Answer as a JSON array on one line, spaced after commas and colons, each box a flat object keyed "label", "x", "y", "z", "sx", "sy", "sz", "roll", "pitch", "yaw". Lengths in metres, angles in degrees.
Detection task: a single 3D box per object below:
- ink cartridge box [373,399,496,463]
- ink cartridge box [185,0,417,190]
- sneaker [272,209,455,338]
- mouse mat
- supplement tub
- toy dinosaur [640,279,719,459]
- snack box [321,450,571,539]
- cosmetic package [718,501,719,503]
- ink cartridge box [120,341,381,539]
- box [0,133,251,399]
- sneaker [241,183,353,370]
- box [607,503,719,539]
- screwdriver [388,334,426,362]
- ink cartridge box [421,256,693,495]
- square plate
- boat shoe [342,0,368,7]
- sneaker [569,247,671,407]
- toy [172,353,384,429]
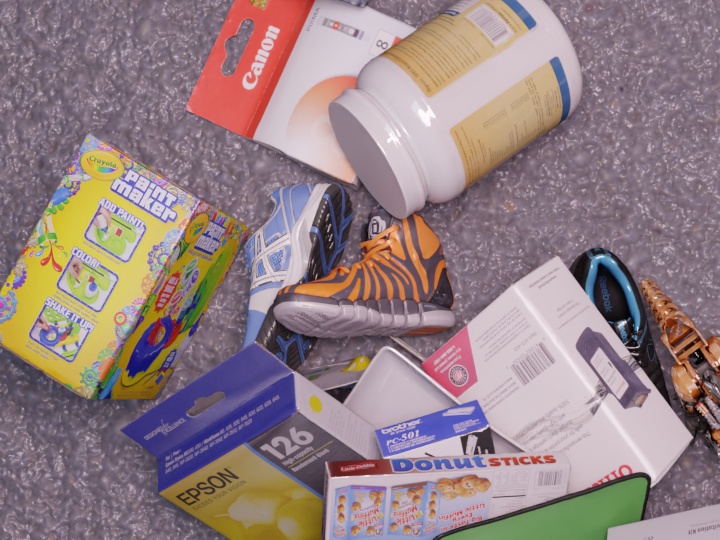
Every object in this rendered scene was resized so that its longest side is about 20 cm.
[{"label": "ink cartridge box", "x": 0.078, "y": 0.215, "z": 1.051, "sx": 0.092, "sy": 0.044, "sz": 0.203, "roll": -15, "pitch": 116, "yaw": -4}, {"label": "ink cartridge box", "x": -0.057, "y": -0.194, "z": 1.208, "sx": 0.197, "sy": 0.050, "sz": 0.164, "roll": 25, "pitch": 88, "yaw": 6}, {"label": "sneaker", "x": 0.000, "y": 0.000, "z": 1.134, "sx": 0.077, "sy": 0.198, "sz": 0.114, "roll": -19, "pitch": 72, "yaw": 46}, {"label": "mouse mat", "x": 0.144, "y": 0.242, "z": 1.025, "sx": 0.197, "sy": 0.163, "sz": 0.008, "roll": -13, "pitch": 42, "yaw": -13}, {"label": "supplement tub", "x": 0.084, "y": -0.153, "z": 1.116, "sx": 0.199, "sy": 0.145, "sz": 0.146, "roll": -34, "pitch": 81, "yaw": -11}, {"label": "toy dinosaur", "x": 0.312, "y": 0.093, "z": 1.074, "sx": 0.101, "sy": 0.135, "sz": 0.203, "roll": -17, "pitch": 71, "yaw": 21}, {"label": "snack box", "x": 0.068, "y": 0.184, "z": 0.995, "sx": 0.196, "sy": 0.024, "sz": 0.073, "roll": -1, "pitch": 118, "yaw": -10}, {"label": "cosmetic package", "x": 0.427, "y": 0.188, "z": 1.102, "sx": 0.150, "sy": 0.052, "sz": 0.201, "roll": 35, "pitch": 90, "yaw": 11}, {"label": "ink cartridge box", "x": -0.082, "y": 0.168, "z": 1.083, "sx": 0.199, "sy": 0.047, "sz": 0.197, "roll": 36, "pitch": 131, "yaw": -27}, {"label": "box", "x": -0.215, "y": 0.004, "z": 1.134, "sx": 0.121, "sy": 0.200, "sz": 0.195, "roll": 29, "pitch": 90, "yaw": 9}, {"label": "sneaker", "x": -0.072, "y": 0.012, "z": 1.154, "sx": 0.076, "sy": 0.076, "sz": 0.203, "roll": 12, "pitch": 72, "yaw": 30}, {"label": "box", "x": 0.320, "y": 0.255, "z": 1.019, "sx": 0.154, "sy": 0.200, "sz": 0.042, "roll": -22, "pitch": 41, "yaw": 37}, {"label": "screwdriver", "x": -0.012, "y": 0.028, "z": 1.192, "sx": 0.198, "sy": 0.028, "sz": 0.029, "roll": 31, "pitch": 60, "yaw": 8}, {"label": "ink cartridge box", "x": 0.171, "y": 0.116, "z": 1.096, "sx": 0.201, "sy": 0.084, "sz": 0.145, "roll": 54, "pitch": 132, "yaw": 9}, {"label": "square plate", "x": 0.058, "y": 0.180, "z": 1.108, "sx": 0.197, "sy": 0.029, "sz": 0.201, "roll": 36, "pitch": 127, "yaw": 1}, {"label": "boat shoe", "x": -0.069, "y": -0.320, "z": 1.171, "sx": 0.198, "sy": 0.071, "sz": 0.092, "roll": 23, "pitch": 109, "yaw": 12}, {"label": "sneaker", "x": 0.233, "y": 0.078, "z": 1.124, "sx": 0.072, "sy": 0.082, "sz": 0.203, "roll": -18, "pitch": 83, "yaw": 4}, {"label": "toy", "x": -0.064, "y": 0.124, "z": 1.149, "sx": 0.197, "sy": 0.115, "sz": 0.048, "roll": -18, "pitch": 95, "yaw": 6}]
